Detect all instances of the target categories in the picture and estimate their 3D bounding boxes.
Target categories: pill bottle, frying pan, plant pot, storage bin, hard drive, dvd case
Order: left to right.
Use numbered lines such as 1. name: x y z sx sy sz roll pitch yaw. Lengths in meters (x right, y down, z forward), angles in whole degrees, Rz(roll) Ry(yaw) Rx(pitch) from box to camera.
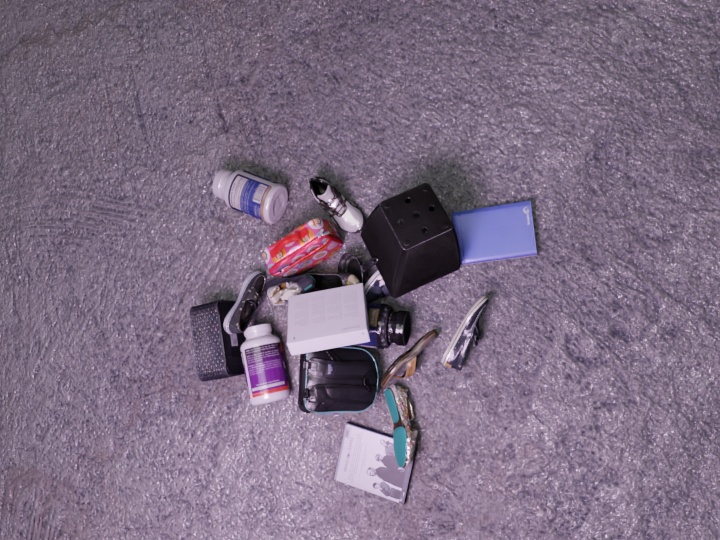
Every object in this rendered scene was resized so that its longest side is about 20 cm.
1. storage bin: -0.383 0.191 1.661 0.092 0.135 0.205 -13 81 16
2. pill bottle: -0.310 -0.213 1.690 0.196 0.111 0.113 22 91 18
3. pill bottle: -0.259 0.252 1.629 0.110 0.112 0.205 -14 81 16
4. frying pan: -0.008 -0.013 1.569 0.116 0.030 0.191 60 140 27
5. pill bottle: 0.025 0.140 1.548 0.195 0.112 0.115 3 86 18
6. dvd case: 0.038 0.492 1.557 0.195 0.025 0.154 13 89 19
7. plant pot: 0.124 -0.088 1.457 0.196 0.178 0.202 -23 67 -10
8. hard drive: 0.334 -0.092 1.516 0.195 0.025 0.136 -7 82 17

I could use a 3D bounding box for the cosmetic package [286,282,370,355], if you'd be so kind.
1. cosmetic package: -0.079 0.118 1.480 0.195 0.052 0.153 -10 42 5

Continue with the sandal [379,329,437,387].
1. sandal: 0.127 0.231 1.534 0.199 0.082 0.055 -43 87 2

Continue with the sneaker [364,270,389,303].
1. sneaker: 0.085 0.023 1.558 0.200 0.078 0.080 -47 68 7

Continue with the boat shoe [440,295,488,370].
1. boat shoe: 0.268 0.155 1.492 0.061 0.074 0.203 29 99 13

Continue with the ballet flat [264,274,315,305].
1. ballet flat: -0.204 0.055 1.615 0.197 0.072 0.075 -13 80 41

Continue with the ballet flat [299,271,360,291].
1. ballet flat: -0.085 0.037 1.596 0.196 0.056 0.068 1 94 36

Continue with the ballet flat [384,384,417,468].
1. ballet flat: 0.110 0.384 1.513 0.075 0.063 0.205 -33 62 56

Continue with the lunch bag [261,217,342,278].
1. lunch bag: -0.156 -0.060 1.591 0.197 0.176 0.083 -31 74 13

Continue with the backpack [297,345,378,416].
1. backpack: -0.058 0.275 1.531 0.195 0.153 0.181 3 76 -13

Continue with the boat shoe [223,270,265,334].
1. boat shoe: -0.300 0.088 1.645 0.055 0.069 0.203 2 53 32

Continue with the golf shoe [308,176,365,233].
1. golf shoe: -0.070 -0.174 1.619 0.199 0.094 0.078 42 96 15

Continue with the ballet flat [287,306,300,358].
1. ballet flat: -0.158 0.174 1.636 0.068 0.069 0.205 -15 79 15
